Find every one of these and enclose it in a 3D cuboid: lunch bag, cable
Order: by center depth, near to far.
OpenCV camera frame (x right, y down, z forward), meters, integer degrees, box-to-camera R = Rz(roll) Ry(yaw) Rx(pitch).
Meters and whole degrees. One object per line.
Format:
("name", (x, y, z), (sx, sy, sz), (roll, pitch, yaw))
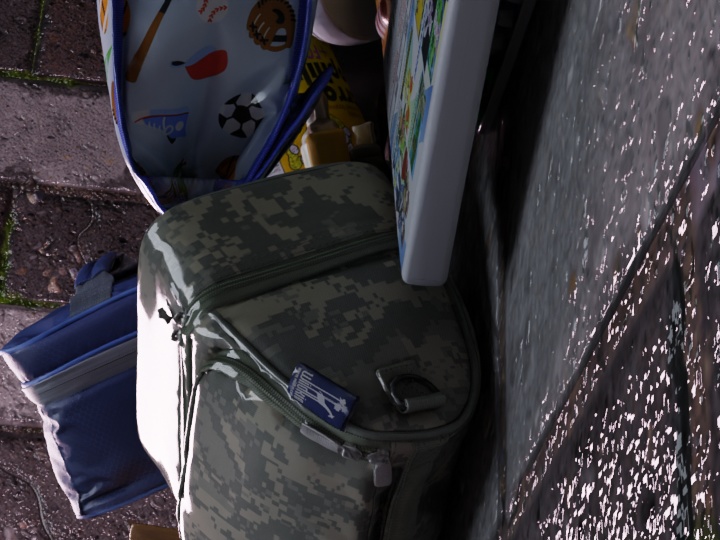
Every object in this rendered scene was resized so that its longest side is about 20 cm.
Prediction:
("lunch bag", (-0.018, 0.071, 0.823), (0.168, 0.139, 0.200), (56, 151, 35))
("lunch bag", (-0.075, -0.119, 0.897), (0.170, 0.124, 0.200), (-161, 76, -85))
("cable", (0.000, 0.000, 1.000), (0.097, 0.050, 0.200), (54, -151, -73))
("lunch bag", (-0.130, 0.052, 1.072), (0.200, 0.136, 0.133), (-96, -17, -84))

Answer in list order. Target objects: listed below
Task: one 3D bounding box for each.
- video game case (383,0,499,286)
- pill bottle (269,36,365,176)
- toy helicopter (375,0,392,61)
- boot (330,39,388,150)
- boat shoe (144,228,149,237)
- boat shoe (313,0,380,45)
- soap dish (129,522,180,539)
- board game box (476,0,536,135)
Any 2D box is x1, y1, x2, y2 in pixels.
("video game case", (0.036, -0.126, 0.749), (0.182, 0.022, 0.200), (-93, 10, -53))
("pill bottle", (-0.044, -0.074, 1.109), (0.104, 0.104, 0.200), (110, 137, -71))
("toy helicopter", (0.019, -0.135, 0.970), (0.132, 0.079, 0.200), (-114, 17, -67))
("boot", (0.008, -0.167, 1.297), (0.200, 0.068, 0.189), (-78, -11, -65))
("boat shoe", (-0.059, 0.027, 0.935), (0.200, 0.073, 0.065), (29, -106, -62))
("boat shoe", (-0.016, -0.183, 1.085), (0.070, 0.066, 0.200), (67, -156, -20))
("soap dish", (-0.056, 0.242, 0.963), (0.081, 0.157, 0.200), (-38, -45, -78))
("board game box", (0.063, -0.195, 0.776), (0.200, 0.026, 0.200), (106, 169, -62))
